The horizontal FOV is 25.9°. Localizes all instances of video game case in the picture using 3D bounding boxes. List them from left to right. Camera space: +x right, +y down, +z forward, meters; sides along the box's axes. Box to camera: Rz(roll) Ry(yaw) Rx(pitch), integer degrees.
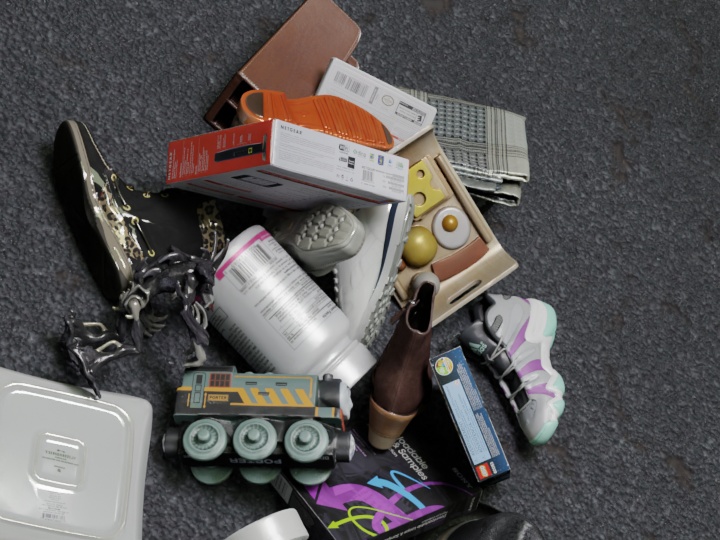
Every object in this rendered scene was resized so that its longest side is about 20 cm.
[{"bbox_3d":[-0.012,-0.128,1.838,0.142,0.018,0.202,24,90,-18],"label":"video game case"}]

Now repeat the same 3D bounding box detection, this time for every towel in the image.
[{"bbox_3d":[0.116,-0.162,1.948,0.190,0.035,0.201,14,37,-4],"label":"towel"}]

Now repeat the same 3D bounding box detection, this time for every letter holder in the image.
[{"bbox_3d":[-0.068,-0.217,1.890,0.142,0.101,0.200,41,48,-5],"label":"letter holder"}]

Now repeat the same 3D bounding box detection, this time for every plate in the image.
[{"bbox_3d":[-0.298,0.191,1.532,0.198,0.032,0.202,16,55,-23],"label":"plate"}]

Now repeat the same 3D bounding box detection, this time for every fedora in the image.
[{"bbox_3d":[0.143,0.329,1.674,0.199,0.092,0.203,16,54,-22],"label":"fedora"}]

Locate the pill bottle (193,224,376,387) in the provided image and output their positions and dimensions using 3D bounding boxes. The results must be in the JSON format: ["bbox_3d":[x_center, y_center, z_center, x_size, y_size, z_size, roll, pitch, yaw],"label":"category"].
[{"bbox_3d":[-0.083,0.059,1.694,0.200,0.113,0.113,47,49,2],"label":"pill bottle"}]

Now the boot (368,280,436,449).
[{"bbox_3d":[0.060,0.083,1.705,0.072,0.168,0.200,18,30,2],"label":"boot"}]

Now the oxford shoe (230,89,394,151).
[{"bbox_3d":[-0.057,-0.155,1.789,0.198,0.073,0.072,9,44,-25],"label":"oxford shoe"}]

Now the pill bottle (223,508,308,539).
[{"bbox_3d":[-0.060,0.343,1.530,0.109,0.110,0.201,-15,70,-37],"label":"pill bottle"}]

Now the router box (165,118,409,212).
[{"bbox_3d":[-0.078,-0.106,1.682,0.199,0.178,0.050,12,77,-43],"label":"router box"}]

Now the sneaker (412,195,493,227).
[{"bbox_3d":[0.099,-0.090,1.943,0.086,0.078,0.199,38,43,19],"label":"sneaker"}]

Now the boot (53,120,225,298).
[{"bbox_3d":[-0.241,-0.078,1.710,0.149,0.073,0.202,-14,73,-36],"label":"boot"}]

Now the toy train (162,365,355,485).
[{"bbox_3d":[-0.103,0.155,1.606,0.197,0.086,0.115,0,59,5],"label":"toy train"}]

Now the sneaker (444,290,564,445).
[{"bbox_3d":[0.163,0.109,1.847,0.139,0.078,0.201,17,44,-20],"label":"sneaker"}]

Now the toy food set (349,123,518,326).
[{"bbox_3d":[0.076,-0.050,1.826,0.143,0.060,0.201,-34,101,-7],"label":"toy food set"}]

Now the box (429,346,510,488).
[{"bbox_3d":[0.120,0.164,1.700,0.037,0.200,0.138,-23,78,1],"label":"box"}]

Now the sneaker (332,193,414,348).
[{"bbox_3d":[0.000,0.000,1.775,0.080,0.076,0.202,16,92,9],"label":"sneaker"}]

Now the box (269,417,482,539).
[{"bbox_3d":[0.014,0.226,1.668,0.199,0.036,0.143,-14,47,-38],"label":"box"}]

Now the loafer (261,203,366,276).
[{"bbox_3d":[-0.046,-0.030,1.726,0.070,0.199,0.070,40,74,-25],"label":"loafer"}]

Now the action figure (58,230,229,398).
[{"bbox_3d":[-0.210,0.045,1.614,0.199,0.119,0.103,-34,126,-16],"label":"action figure"}]
